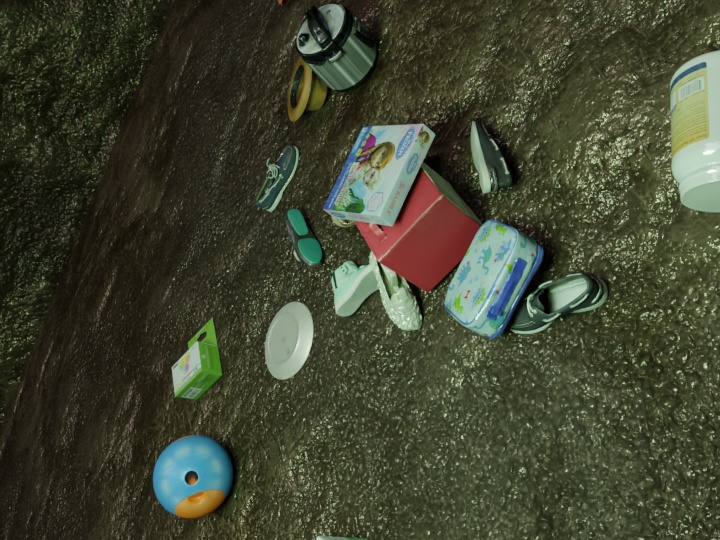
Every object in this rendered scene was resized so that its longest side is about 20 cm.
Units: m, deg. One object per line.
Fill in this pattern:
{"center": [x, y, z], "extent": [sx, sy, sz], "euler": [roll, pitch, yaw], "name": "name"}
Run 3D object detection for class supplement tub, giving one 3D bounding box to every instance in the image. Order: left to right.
{"center": [0.531, -0.201, 1.014], "extent": [0.143, 0.143, 0.203], "euler": [-10, 67, 46], "name": "supplement tub"}

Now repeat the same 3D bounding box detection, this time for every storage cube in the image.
{"center": [0.117, -0.099, 1.408], "extent": [0.180, 0.199, 0.172], "euler": [-46, 45, 16], "name": "storage cube"}

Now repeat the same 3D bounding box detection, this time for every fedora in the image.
{"center": [-0.143, -0.501, 1.928], "extent": [0.200, 0.081, 0.204], "euler": [-171, 90, -69], "name": "fedora"}

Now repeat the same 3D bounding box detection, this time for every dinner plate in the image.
{"center": [-0.191, 0.176, 1.773], "extent": [0.199, 0.024, 0.203], "euler": [-20, 62, 43], "name": "dinner plate"}

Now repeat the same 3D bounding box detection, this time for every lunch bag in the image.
{"center": [0.242, 0.016, 1.273], "extent": [0.202, 0.082, 0.161], "euler": [-63, 18, 5], "name": "lunch bag"}

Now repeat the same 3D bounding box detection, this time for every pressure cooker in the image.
{"center": [-0.070, -0.581, 1.785], "extent": [0.174, 0.200, 0.181], "euler": [12, 74, 40], "name": "pressure cooker"}

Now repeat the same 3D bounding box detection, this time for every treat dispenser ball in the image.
{"center": [-0.423, 0.521, 1.758], "extent": [0.200, 0.199, 0.204], "euler": [-21, 60, 42], "name": "treat dispenser ball"}

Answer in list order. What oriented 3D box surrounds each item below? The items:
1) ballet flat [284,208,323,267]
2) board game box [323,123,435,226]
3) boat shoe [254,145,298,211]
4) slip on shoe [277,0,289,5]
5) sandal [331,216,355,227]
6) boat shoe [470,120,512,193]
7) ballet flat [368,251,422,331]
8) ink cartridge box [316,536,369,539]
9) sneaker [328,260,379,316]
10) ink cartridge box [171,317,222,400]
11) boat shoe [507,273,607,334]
{"center": [-0.149, -0.070, 1.799], "extent": [0.073, 0.073, 0.201], "euler": [-46, 52, 26], "name": "ballet flat"}
{"center": [0.033, -0.192, 1.373], "extent": [0.198, 0.041, 0.202], "euler": [12, 74, 53], "name": "board game box"}
{"center": [-0.242, -0.268, 1.978], "extent": [0.075, 0.061, 0.202], "euler": [41, 106, 50], "name": "boat shoe"}
{"center": [-0.196, -0.912, 2.192], "extent": [0.199, 0.074, 0.062], "euler": [-29, 90, 31], "name": "slip on shoe"}
{"center": [-0.026, -0.144, 1.678], "extent": [0.211, 0.069, 0.079], "euler": [19, 89, 50], "name": "sandal"}
{"center": [0.260, -0.233, 1.398], "extent": [0.059, 0.074, 0.201], "euler": [-7, 43, 3], "name": "boat shoe"}
{"center": [0.070, 0.034, 1.454], "extent": [0.072, 0.071, 0.202], "euler": [-38, 69, 32], "name": "ballet flat"}
{"center": [0.019, 0.574, 1.283], "extent": [0.199, 0.145, 0.085], "euler": [11, 82, 49], "name": "ink cartridge box"}
{"center": [-0.001, 0.000, 1.590], "extent": [0.200, 0.073, 0.119], "euler": [-43, 44, 27], "name": "sneaker"}
{"center": [-0.487, 0.253, 2.035], "extent": [0.148, 0.075, 0.202], "euler": [-42, 49, 29], "name": "ink cartridge box"}
{"center": [0.326, 0.054, 1.208], "extent": [0.199, 0.060, 0.077], "euler": [-32, 54, 37], "name": "boat shoe"}
